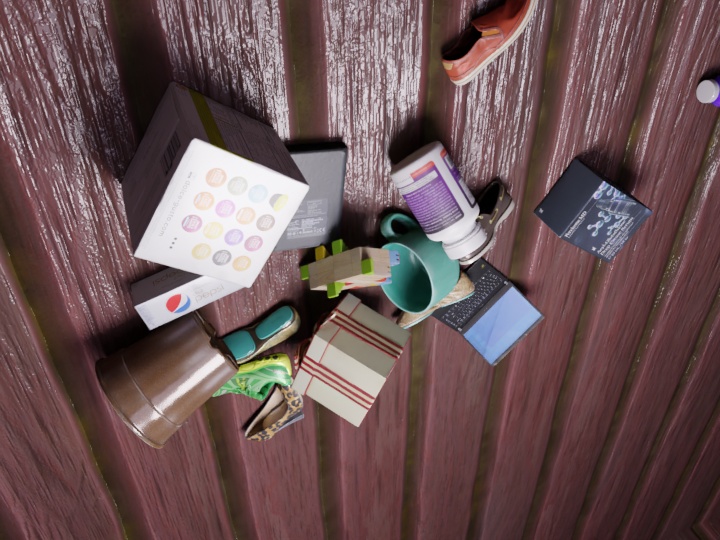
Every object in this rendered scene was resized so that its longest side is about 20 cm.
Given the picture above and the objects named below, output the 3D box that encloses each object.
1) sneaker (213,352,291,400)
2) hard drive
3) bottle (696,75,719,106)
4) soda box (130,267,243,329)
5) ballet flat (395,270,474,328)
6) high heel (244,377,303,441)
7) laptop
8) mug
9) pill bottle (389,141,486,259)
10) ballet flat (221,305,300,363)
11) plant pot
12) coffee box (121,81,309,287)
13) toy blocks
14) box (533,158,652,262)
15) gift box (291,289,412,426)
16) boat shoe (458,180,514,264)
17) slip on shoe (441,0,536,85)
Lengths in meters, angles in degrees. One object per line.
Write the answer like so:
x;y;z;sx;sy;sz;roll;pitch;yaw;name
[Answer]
-0.230;0.230;1.345;0.199;0.084;0.074;-19;178;19;sneaker
-0.098;-0.132;1.198;0.138;0.033;0.201;-8;128;-21;hard drive
0.819;-0.391;1.430;0.198;0.065;0.084;-9;128;-20;bottle
-0.306;0.025;1.193;0.199;0.068;0.064;-24;132;-7;soda box
0.155;0.060;1.462;0.199;0.071;0.066;-28;104;-5;ballet flat
-0.200;0.305;1.456;0.142;0.072;0.201;-23;141;-17;high heel
0.289;0.100;1.522;0.177;0.103;0.200;-47;131;12;laptop
0.121;-0.020;1.314;0.114;0.151;0.186;-30;130;-37;mug
0.149;-0.126;1.220;0.111;0.111;0.201;-33;103;1;pill bottle
-0.208;0.143;1.339;0.199;0.071;0.071;-31;133;-1;ballet flat
-0.345;0.186;1.225;0.198;0.200;0.201;-36;133;-6;plant pot
-0.230;-0.129;1.022;0.197;0.200;0.200;19;116;-36;coffee box
0.000;0.000;1.264;0.136;0.101;0.199;4;166;-42;toy blocks
0.512;-0.129;1.453;0.199;0.107;0.149;19;116;-35;box
-0.019;0.160;1.336;0.186;0.185;0.201;29;122;7;gift box
0.243;-0.097;1.326;0.200;0.072;0.060;-52;122;-27;boat shoe
0.218;-0.406;1.121;0.200;0.074;0.061;-44;129;16;slip on shoe
